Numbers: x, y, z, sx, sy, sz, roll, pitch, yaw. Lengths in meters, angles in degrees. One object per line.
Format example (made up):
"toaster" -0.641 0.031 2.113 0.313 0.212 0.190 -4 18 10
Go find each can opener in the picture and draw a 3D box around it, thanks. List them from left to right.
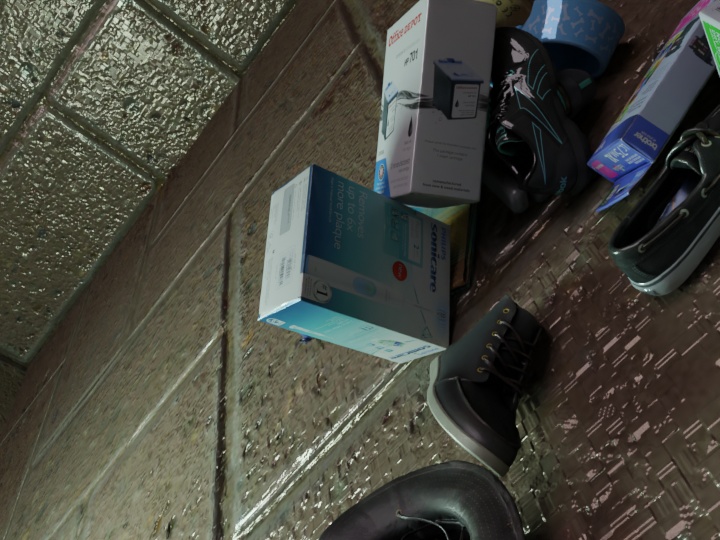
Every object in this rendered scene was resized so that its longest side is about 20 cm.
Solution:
"can opener" 0.149 -0.120 0.894 0.052 0.068 0.201 -26 42 -7

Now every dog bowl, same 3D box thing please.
"dog bowl" 0.210 -0.253 0.894 0.199 0.110 0.051 0 72 62

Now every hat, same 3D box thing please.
"hat" 0.051 0.251 0.604 0.198 0.081 0.203 -26 35 19

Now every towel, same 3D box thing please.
"towel" 0.091 -0.036 0.953 0.146 0.021 0.203 -32 35 43

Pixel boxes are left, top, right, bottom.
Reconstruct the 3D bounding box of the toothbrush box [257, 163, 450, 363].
"toothbrush box" 0.000 0.000 0.826 0.085 0.197 0.150 -23 55 47

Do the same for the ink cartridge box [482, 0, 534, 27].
"ink cartridge box" 0.176 -0.446 1.074 0.074 0.199 0.167 -22 40 48

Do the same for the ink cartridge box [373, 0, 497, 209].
"ink cartridge box" 0.078 -0.175 0.846 0.146 0.084 0.206 -176 90 -75

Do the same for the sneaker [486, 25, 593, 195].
"sneaker" 0.165 -0.166 0.789 0.076 0.078 0.203 112 141 -61

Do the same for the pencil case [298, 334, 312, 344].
"pencil case" -0.040 0.004 1.075 0.201 0.078 0.087 -50 -4 15

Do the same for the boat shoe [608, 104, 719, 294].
"boat shoe" 0.268 -0.076 0.606 0.202 0.056 0.069 -57 24 0

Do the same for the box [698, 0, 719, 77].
"box" 0.345 -0.154 0.467 0.198 0.097 0.178 -32 31 11

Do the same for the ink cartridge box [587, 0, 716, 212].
"ink cartridge box" 0.265 -0.151 0.688 0.202 0.041 0.119 -59 -4 0

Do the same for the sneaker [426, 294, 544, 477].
"sneaker" 0.114 0.085 0.660 0.107 0.074 0.200 -49 11 11

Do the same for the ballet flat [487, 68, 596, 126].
"ballet flat" 0.200 -0.191 0.894 0.074 0.072 0.199 -61 18 -11
